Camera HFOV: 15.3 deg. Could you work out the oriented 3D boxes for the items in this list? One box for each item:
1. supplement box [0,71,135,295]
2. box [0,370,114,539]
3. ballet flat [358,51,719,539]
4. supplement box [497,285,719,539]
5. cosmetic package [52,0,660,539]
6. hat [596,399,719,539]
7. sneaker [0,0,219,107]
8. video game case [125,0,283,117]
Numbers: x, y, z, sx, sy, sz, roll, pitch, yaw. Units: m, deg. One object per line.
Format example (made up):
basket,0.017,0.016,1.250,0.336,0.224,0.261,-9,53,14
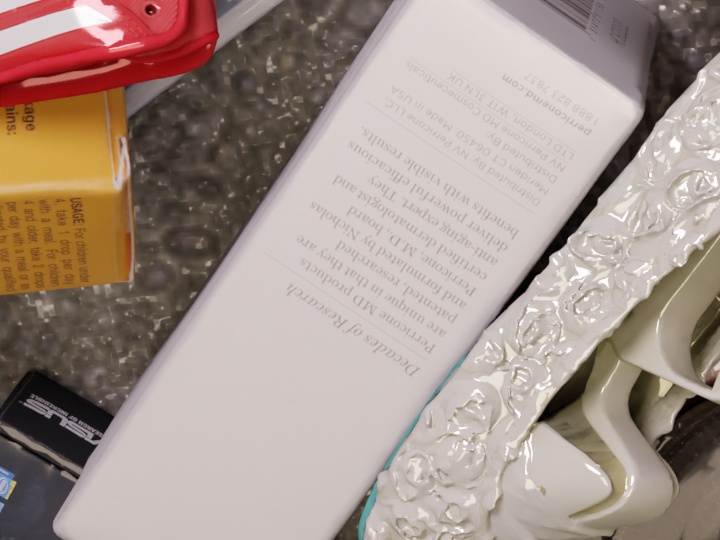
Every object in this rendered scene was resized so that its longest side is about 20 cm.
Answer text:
supplement box,-0.162,-0.026,0.725,0.199,0.067,0.069,-6,152,-3
box,-0.087,0.156,0.863,0.160,0.044,0.200,31,111,-2
ballet flat,0.071,0.025,0.707,0.072,0.072,0.200,34,108,-3
supplement box,0.125,0.086,0.795,0.109,0.061,0.200,-21,105,15
cosmetic package,0.000,0.000,0.765,0.071,0.101,0.200,34,112,-4
hat,0.157,0.111,0.724,0.200,0.081,0.201,2,109,5
sneaker,-0.046,-0.120,0.691,0.200,0.078,0.116,-42,79,11
video game case,-0.080,-0.147,0.762,0.200,0.023,0.182,-35,94,18
